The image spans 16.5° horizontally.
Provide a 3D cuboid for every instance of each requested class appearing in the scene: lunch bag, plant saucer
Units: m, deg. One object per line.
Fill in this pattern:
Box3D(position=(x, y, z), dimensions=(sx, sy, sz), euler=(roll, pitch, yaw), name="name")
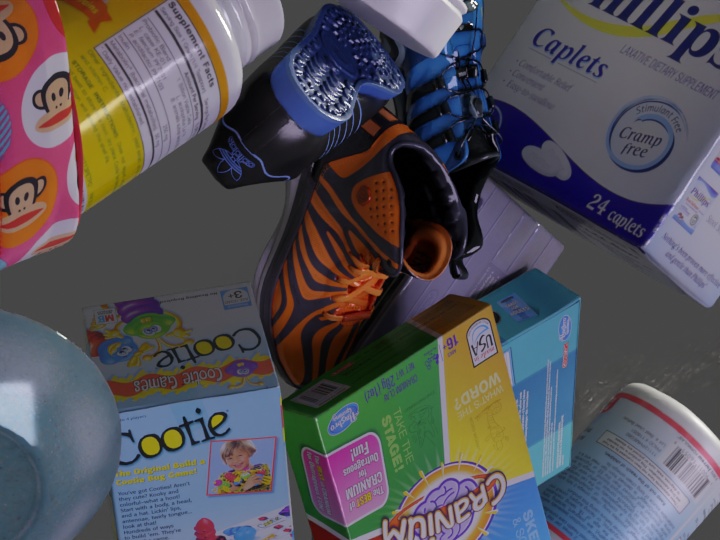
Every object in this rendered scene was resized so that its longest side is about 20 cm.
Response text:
Box3D(position=(-0.213, -0.083, 1.153), dimensions=(0.082, 0.200, 0.176), euler=(-30, 133, -35), name="lunch bag")
Box3D(position=(-0.224, 0.110, 1.328), dimensions=(0.201, 0.039, 0.201), euler=(-7, 125, -10), name="plant saucer")

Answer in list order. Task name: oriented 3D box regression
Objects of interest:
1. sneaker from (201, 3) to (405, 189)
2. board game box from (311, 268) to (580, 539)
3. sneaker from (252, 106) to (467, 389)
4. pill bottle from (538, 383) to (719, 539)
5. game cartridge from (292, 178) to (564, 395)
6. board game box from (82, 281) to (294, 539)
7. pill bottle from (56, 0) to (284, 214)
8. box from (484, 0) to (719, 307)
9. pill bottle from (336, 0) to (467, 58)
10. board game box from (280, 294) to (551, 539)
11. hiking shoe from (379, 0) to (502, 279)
Box3D(position=(-0.034, -0.097, 1.404), dimensions=(0.078, 0.070, 0.200), euler=(-37, -179, 19), name="sneaker")
Box3D(position=(0.056, 0.107, 1.630), dimensions=(0.200, 0.047, 0.151), euler=(-28, 135, -31), name="board game box")
Box3D(position=(0.000, 0.000, 1.499), dimensions=(0.077, 0.112, 0.200), euler=(-18, 127, -38), name="sneaker")
Box3D(position=(0.172, 0.187, 1.808), dimensions=(0.200, 0.109, 0.109), euler=(-46, 140, -13), name="pill bottle")
Box3D(position=(0.044, 0.037, 1.634), dimensions=(0.200, 0.038, 0.130), euler=(-55, 145, -2), name="game cartridge")
Box3D(position=(-0.098, 0.122, 1.460), dimensions=(0.105, 0.103, 0.200), euler=(-9, 127, -7), name="board game box")
Box3D(position=(-0.138, -0.100, 1.290), dimensions=(0.200, 0.109, 0.109), euler=(-37, 137, -24), name="pill bottle")
Box3D(position=(0.189, -0.111, 1.567), dimensions=(0.200, 0.184, 0.105), euler=(-56, 140, -2), name="box")
Box3D(position=(0.058, -0.229, 1.405), dimensions=(0.200, 0.113, 0.113), euler=(-57, 141, 0), name="pill bottle")
Box3D(position=(0.038, 0.138, 1.532), dimensions=(0.153, 0.040, 0.200), euler=(-32, 118, -32), name="board game box")
Box3D(position=(0.059, -0.101, 1.512), dimensions=(0.074, 0.087, 0.200), euler=(-20, 128, -40), name="hiking shoe")
